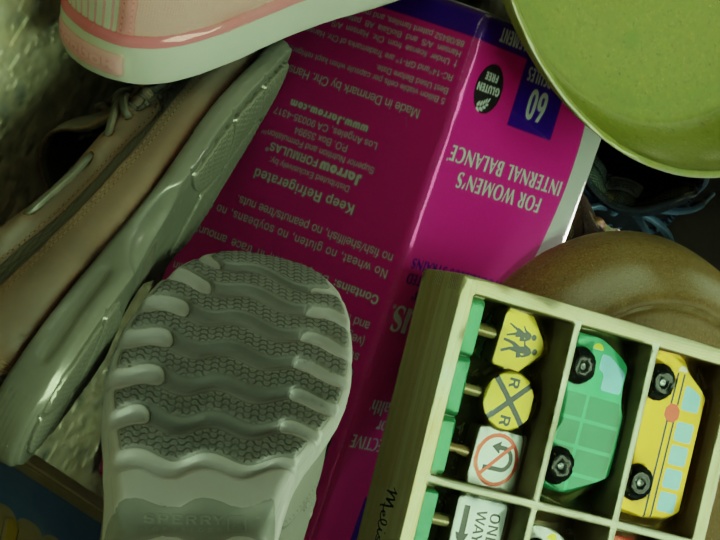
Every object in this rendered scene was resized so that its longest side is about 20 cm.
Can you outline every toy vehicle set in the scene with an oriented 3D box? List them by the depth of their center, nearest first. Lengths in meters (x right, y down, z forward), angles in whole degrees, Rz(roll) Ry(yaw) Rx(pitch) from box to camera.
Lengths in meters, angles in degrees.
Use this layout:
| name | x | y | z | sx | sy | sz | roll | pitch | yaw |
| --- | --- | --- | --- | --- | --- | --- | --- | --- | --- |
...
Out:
| name | x | y | z | sx | sy | sz | roll | pitch | yaw |
| --- | --- | --- | --- | --- | --- | --- | --- | --- | --- |
| toy vehicle set | 0.054 | 0.111 | 0.999 | 0.124 | 0.026 | 0.201 | 14 | 88 | -31 |

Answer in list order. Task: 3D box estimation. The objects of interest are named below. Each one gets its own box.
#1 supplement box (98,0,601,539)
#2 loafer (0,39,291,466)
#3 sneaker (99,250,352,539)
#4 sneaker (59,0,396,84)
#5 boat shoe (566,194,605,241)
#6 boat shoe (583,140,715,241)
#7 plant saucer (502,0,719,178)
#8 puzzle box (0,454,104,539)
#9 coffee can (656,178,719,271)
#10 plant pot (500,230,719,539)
| name | x | y | z | sx | sy | sz | roll | pitch | yaw |
| --- | --- | --- | --- | --- | --- | --- | --- | --- | --- |
| supplement box | 0.000 | 0.000 | 1.054 | 0.101 | 0.103 | 0.201 | 13 | 97 | -56 |
| loafer | -0.086 | -0.024 | 0.947 | 0.200 | 0.063 | 0.072 | -58 | 176 | -44 |
| sneaker | -0.054 | 0.082 | 0.922 | 0.082 | 0.074 | 0.201 | 105 | 0 | -54 |
| sneaker | -0.018 | -0.142 | 0.971 | 0.200 | 0.075 | 0.105 | -30 | 136 | -40 |
| boat shoe | 0.068 | 0.006 | 1.126 | 0.071 | 0.072 | 0.201 | 6 | 70 | -21 |
| boat shoe | 0.103 | -0.054 | 1.174 | 0.200 | 0.084 | 0.069 | 77 | 27 | -67 |
| plant saucer | 0.110 | -0.132 | 1.026 | 0.199 | 0.031 | 0.202 | 0 | 90 | -39 |
| puzzle box | -0.097 | 0.128 | 0.915 | 0.200 | 0.025 | 0.134 | 36 | 42 | -31 |
| coffee can | 0.232 | -0.042 | 1.336 | 0.200 | 0.146 | 0.147 | -45 | 140 | -34 |
| plant pot | 0.095 | 0.087 | 1.067 | 0.199 | 0.027 | 0.202 | -7 | 100 | -39 |
